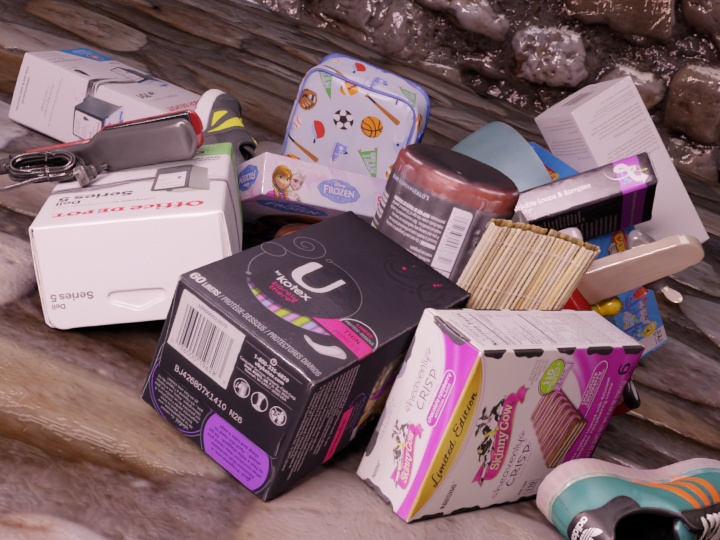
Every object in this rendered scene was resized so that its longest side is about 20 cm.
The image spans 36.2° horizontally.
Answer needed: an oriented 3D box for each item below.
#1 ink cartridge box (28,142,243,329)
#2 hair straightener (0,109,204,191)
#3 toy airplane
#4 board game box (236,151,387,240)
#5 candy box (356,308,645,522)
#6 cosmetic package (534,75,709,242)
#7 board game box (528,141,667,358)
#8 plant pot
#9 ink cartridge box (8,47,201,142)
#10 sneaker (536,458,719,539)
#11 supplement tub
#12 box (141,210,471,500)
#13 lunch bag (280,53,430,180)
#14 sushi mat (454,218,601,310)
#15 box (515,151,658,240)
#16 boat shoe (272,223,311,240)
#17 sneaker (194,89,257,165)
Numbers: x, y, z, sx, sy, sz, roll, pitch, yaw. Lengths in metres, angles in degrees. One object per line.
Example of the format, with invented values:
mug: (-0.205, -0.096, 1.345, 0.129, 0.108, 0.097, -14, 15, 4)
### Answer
ink cartridge box: (-0.173, -0.035, 0.895, 0.145, 0.084, 0.200, -6, 21, -3)
hair straightener: (-0.229, -0.095, 0.888, 0.199, 0.041, 0.077, -5, 20, 0)
toy airplane: (0.179, 0.027, 0.990, 0.199, 0.200, 0.141, 18, 30, -1)
board game box: (-0.050, -0.060, 1.094, 0.199, 0.041, 0.199, 10, -11, -29)
candy box: (0.107, 0.100, 0.800, 0.199, 0.137, 0.061, 2, 26, -43)
cosmetic package: (0.286, -0.102, 1.214, 0.200, 0.085, 0.108, 60, -10, -11)
board game box: (0.247, -0.022, 1.244, 0.056, 0.196, 0.200, -31, 34, -7)
plant pot: (0.126, -0.045, 1.208, 0.134, 0.201, 0.200, -24, 32, -10)
ink cartridge box: (-0.278, -0.183, 1.281, 0.199, 0.086, 0.146, 22, 18, 9)
sneaker: (0.226, 0.187, 0.803, 0.199, 0.072, 0.080, 6, 27, -26)
supplement tub: (0.049, 0.004, 0.908, 0.107, 0.201, 0.107, 18, 19, -7)
box: (-0.034, 0.050, 0.771, 0.122, 0.106, 0.200, 35, 32, 20)
lunch bag: (-0.008, -0.138, 1.278, 0.160, 0.201, 0.076, 21, 31, 6)
sushi mat: (0.100, 0.048, 0.849, 0.095, 0.200, 0.012, 12, 35, -19)
box: (0.177, -0.049, 1.044, 0.199, 0.036, 0.143, -18, -14, 8)
boat shoe: (0.000, 0.000, 1.084, 0.199, 0.071, 0.070, 22, 23, -23)
sneaker: (-0.149, -0.133, 1.190, 0.084, 0.075, 0.200, 18, 29, -2)
